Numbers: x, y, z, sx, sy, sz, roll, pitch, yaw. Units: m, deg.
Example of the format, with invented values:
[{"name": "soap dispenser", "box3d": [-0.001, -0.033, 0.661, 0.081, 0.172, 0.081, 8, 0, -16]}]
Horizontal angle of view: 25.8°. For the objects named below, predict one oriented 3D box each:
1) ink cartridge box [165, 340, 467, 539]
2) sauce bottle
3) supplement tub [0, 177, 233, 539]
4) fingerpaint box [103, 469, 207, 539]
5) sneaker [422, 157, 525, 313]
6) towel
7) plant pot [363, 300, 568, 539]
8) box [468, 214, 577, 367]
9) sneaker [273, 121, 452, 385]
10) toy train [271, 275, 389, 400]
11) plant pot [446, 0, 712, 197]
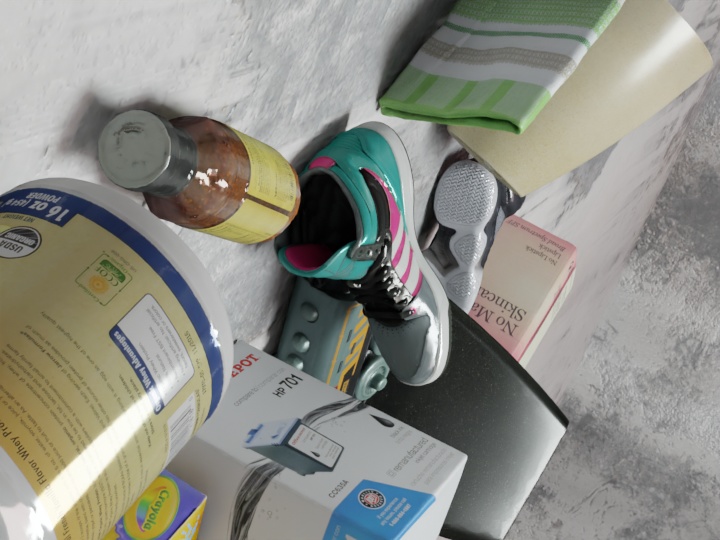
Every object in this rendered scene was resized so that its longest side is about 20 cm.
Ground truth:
[{"name": "ink cartridge box", "box3d": [-0.047, 0.148, 1.120, 0.146, 0.199, 0.086, -37, 150, -59]}, {"name": "sauce bottle", "box3d": [-0.088, -0.055, 0.881, 0.066, 0.066, 0.200, -62, 165, 1]}, {"name": "supplement tub", "box3d": [-0.163, 0.067, 0.685, 0.200, 0.144, 0.145, -49, 161, -42]}, {"name": "fingerpaint box", "box3d": [-0.194, 0.240, 1.028, 0.200, 0.073, 0.167, -48, 162, -44]}, {"name": "sneaker", "box3d": [0.110, -0.033, 1.569, 0.114, 0.075, 0.201, -39, 150, -51]}, {"name": "towel", "box3d": [0.117, -0.187, 1.217, 0.200, 0.149, 0.031, -52, 131, -26]}, {"name": "plant pot", "box3d": [0.075, 0.151, 1.460, 0.200, 0.177, 0.200, -59, -178, -7]}, {"name": "box", "box3d": [0.128, 0.046, 1.676, 0.200, 0.127, 0.109, -57, 165, -19]}, {"name": "sneaker", "box3d": [0.000, 0.000, 1.139, 0.121, 0.083, 0.201, -24, 101, -52]}, {"name": "toy train", "box3d": [-0.018, 0.046, 1.282, 0.114, 0.085, 0.201, -29, 145, -48]}, {"name": "plant pot", "box3d": [0.176, -0.170, 1.405, 0.200, 0.187, 0.187, -47, 166, 3]}]
